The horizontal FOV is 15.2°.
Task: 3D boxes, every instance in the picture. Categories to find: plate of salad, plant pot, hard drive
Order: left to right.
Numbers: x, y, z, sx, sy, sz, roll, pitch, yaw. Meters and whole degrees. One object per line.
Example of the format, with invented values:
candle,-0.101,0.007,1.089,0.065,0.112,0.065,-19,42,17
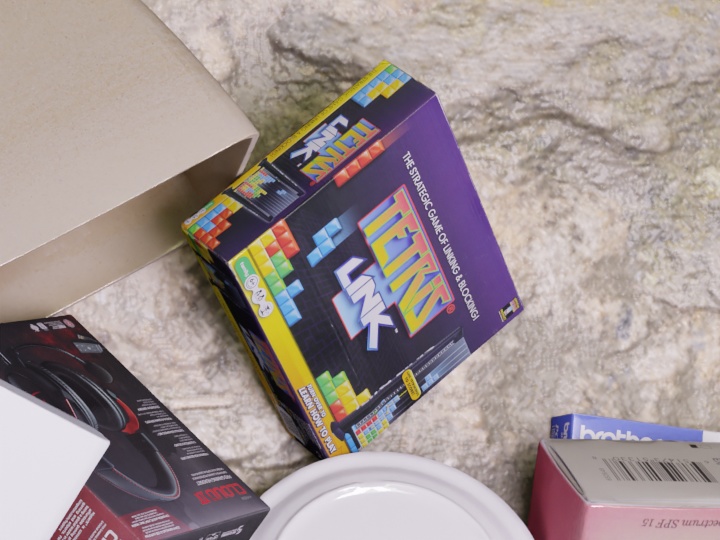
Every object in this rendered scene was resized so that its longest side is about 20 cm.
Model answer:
hard drive,-0.237,0.146,1.424,0.132,0.026,0.200,31,91,-36
plant pot,-0.199,-0.081,1.583,0.199,0.200,0.177,-29,82,-16
plate of salad,0.014,0.199,1.610,0.199,0.048,0.200,2,55,-3

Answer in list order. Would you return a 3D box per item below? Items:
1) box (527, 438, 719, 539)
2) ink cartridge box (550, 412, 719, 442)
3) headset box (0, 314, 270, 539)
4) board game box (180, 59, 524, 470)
box,0.170,0.214,1.657,0.128,0.109,0.201,2,108,-13
ink cartridge box,0.219,0.151,1.745,0.199,0.044,0.094,8,82,-14
headset box,-0.157,0.120,1.550,0.200,0.149,0.075,43,110,19
board game box,0.000,0.000,1.636,0.165,0.057,0.200,-39,136,-14
